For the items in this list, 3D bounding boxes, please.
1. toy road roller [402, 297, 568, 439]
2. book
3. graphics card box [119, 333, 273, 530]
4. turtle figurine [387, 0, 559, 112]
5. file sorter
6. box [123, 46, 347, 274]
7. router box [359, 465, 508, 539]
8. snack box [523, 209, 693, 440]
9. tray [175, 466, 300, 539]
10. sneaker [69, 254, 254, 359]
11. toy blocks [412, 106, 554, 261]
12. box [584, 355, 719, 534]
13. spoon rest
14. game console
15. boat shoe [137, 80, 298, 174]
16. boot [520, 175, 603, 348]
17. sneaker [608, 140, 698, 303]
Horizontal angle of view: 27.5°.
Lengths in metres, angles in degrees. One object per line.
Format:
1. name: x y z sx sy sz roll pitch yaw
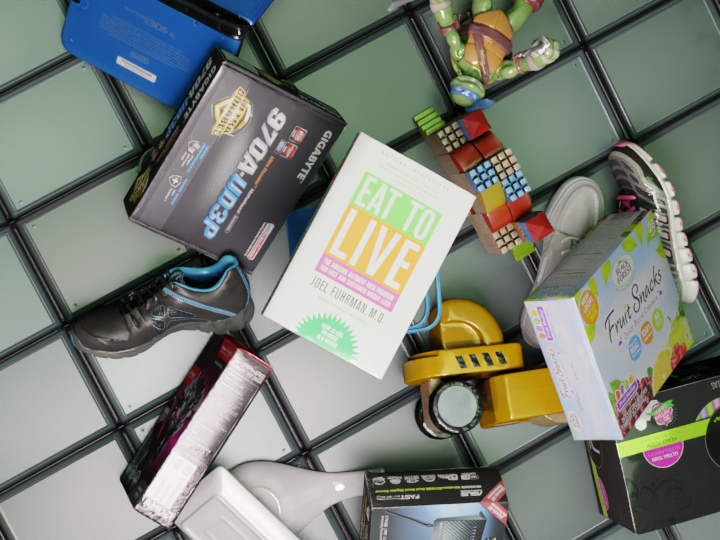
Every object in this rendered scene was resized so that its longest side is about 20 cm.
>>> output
1. toy road roller: 0.145 0.103 1.617 0.198 0.123 0.148 -5 81 -8
2. book: 0.007 -0.015 1.432 0.133 0.048 0.201 28 85 -10
3. graphics card box: -0.176 0.165 1.561 0.051 0.125 0.201 33 87 -18
4. turtle figurine: 0.150 -0.283 1.580 0.143 0.200 0.195 10 64 28
5. file sorter: 0.000 0.000 1.551 0.121 0.200 0.140 -5 92 -13
6. box: -0.133 -0.112 1.545 0.158 0.046 0.201 25 109 -30
7. router box: 0.074 0.309 1.595 0.148 0.062 0.202 -2 121 -8
8. snack box: 0.266 0.055 1.555 0.200 0.067 0.170 -41 116 -46
9. tray: -0.115 0.309 1.598 0.200 0.022 0.107 44 121 -8
10. sneaker: -0.214 0.033 1.566 0.198 0.073 0.082 -15 134 -11
11. toy blocks: 0.139 -0.096 1.600 0.099 0.137 0.201 -30 95 -7
12. box: 0.363 0.191 1.650 0.198 0.124 0.150 -14 93 -10
13. spoon rest: -0.065 0.253 1.624 0.198 0.061 0.100 -10 92 5
14. game console: -0.195 -0.283 1.574 0.199 0.118 0.172 28 118 11
15. boat shoe: -0.148 -0.144 1.588 0.199 0.065 0.072 -27 95 -8
16. boot: 0.239 -0.006 1.636 0.073 0.096 0.202 14 90 -14
17. sneaker: 0.312 -0.044 1.660 0.087 0.074 0.202 -23 100 -14
